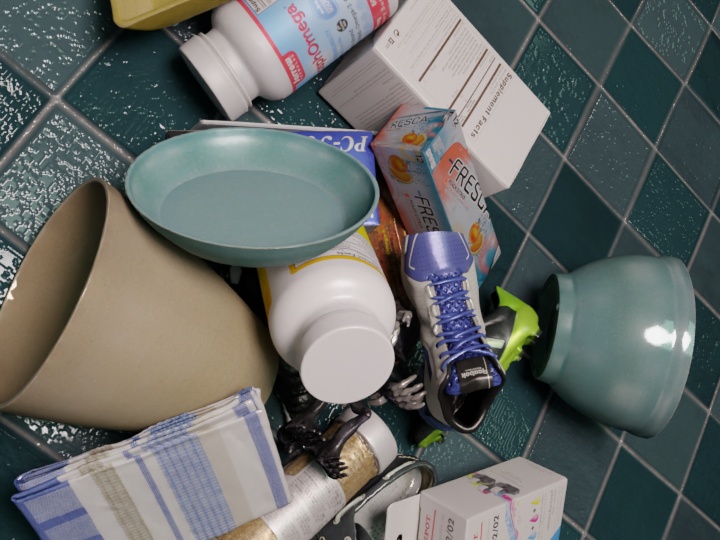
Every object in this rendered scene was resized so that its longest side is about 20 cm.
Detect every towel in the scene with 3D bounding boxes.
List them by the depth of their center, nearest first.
[{"bbox_3d":[-0.157,0.177,0.674,0.197,0.024,0.148,-21,131,-9],"label":"towel"}]

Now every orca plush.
[{"bbox_3d":[-0.077,0.069,0.787,0.104,0.071,0.204,-5,84,-30],"label":"orca plush"}]

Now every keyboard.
[{"bbox_3d":[-0.073,-0.134,0.833,0.197,0.056,0.011,-2,78,-30],"label":"keyboard"}]

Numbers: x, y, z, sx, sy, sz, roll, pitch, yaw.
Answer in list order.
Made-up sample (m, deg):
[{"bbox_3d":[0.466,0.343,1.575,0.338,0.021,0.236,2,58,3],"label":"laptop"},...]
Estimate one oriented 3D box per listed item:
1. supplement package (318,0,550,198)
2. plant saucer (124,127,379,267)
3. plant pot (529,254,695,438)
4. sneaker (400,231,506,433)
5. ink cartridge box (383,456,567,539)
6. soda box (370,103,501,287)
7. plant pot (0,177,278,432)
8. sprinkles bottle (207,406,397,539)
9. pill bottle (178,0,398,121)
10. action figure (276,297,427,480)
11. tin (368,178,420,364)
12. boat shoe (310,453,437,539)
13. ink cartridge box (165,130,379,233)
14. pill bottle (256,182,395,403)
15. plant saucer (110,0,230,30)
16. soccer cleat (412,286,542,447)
[{"bbox_3d":[0.080,-0.179,0.891,0.200,0.121,0.121,43,61,-17],"label":"supplement package"},{"bbox_3d":[-0.084,-0.056,0.663,0.197,0.200,0.036,-14,128,-31],"label":"plant saucer"},{"bbox_3d":[0.266,0.073,0.933,0.132,0.201,0.204,10,75,-1],"label":"plant pot"},{"bbox_3d":[0.094,0.063,0.785,0.079,0.115,0.203,-7,96,-12],"label":"sneaker"},{"bbox_3d":[0.114,0.270,0.828,0.198,0.067,0.117,-6,106,-41],"label":"ink cartridge box"},{"bbox_3d":[0.081,-0.070,0.855,0.064,0.068,0.201,-53,138,-26],"label":"soda box"},{"bbox_3d":[-0.170,0.055,0.688,0.199,0.186,0.190,29,68,-34],"label":"plant pot"},{"bbox_3d":[-0.053,0.211,0.779,0.199,0.068,0.069,-38,101,-29],"label":"sprinkles bottle"},{"bbox_3d":[-0.069,-0.235,0.797,0.199,0.109,0.109,-39,102,-5],"label":"pill bottle"},{"bbox_3d":[0.009,0.088,0.771,0.119,0.101,0.201,55,50,-33],"label":"action figure"},{"bbox_3d":[0.000,0.000,0.865,0.111,0.042,0.204,-11,88,-35],"label":"tin"},{"bbox_3d":[-0.002,0.253,0.806,0.076,0.060,0.200,49,62,-15],"label":"boat shoe"},{"bbox_3d":[-0.083,-0.082,0.797,0.196,0.044,0.096,-3,82,-16],"label":"ink cartridge box"},{"bbox_3d":[-0.031,0.015,0.695,0.102,0.201,0.106,-7,125,-10],"label":"pill bottle"},{"bbox_3d":[-0.136,-0.311,0.761,0.197,0.049,0.202,-21,63,4],"label":"plant saucer"},{"bbox_3d":[0.113,0.104,0.903,0.081,0.068,0.200,40,70,15],"label":"soccer cleat"}]
